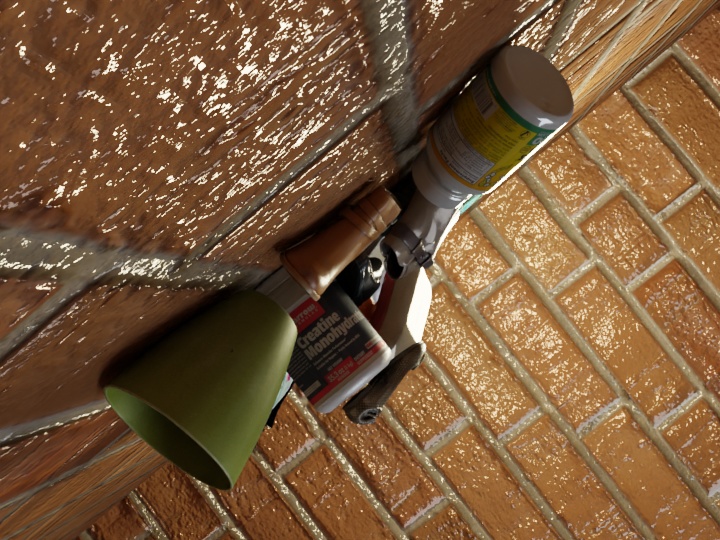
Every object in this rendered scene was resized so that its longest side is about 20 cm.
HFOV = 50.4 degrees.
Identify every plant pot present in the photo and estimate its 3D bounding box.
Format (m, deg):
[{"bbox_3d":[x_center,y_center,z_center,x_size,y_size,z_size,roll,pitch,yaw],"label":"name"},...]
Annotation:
[{"bbox_3d":[-0.170,0.124,0.924,0.201,0.187,0.187,-53,-177,-29],"label":"plant pot"}]

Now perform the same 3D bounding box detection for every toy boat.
[{"bbox_3d":[0.036,0.072,1.292,0.131,0.129,0.201,61,39,-50],"label":"toy boat"}]

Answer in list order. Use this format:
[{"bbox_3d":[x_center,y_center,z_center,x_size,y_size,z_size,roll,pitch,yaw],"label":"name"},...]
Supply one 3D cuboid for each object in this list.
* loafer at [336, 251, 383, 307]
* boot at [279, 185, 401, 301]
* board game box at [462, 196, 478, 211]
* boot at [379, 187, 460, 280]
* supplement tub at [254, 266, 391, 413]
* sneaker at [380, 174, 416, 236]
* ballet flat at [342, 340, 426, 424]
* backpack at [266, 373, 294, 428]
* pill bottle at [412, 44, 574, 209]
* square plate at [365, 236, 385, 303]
[{"bbox_3d":[0.000,0.000,1.173,0.072,0.073,0.200,-33,170,-12],"label":"loafer"},{"bbox_3d":[-0.016,-0.040,0.982,0.155,0.077,0.200,-38,178,12],"label":"boot"},{"bbox_3d":[0.324,-0.213,2.258,0.135,0.028,0.200,-39,175,2],"label":"board game box"},{"bbox_3d":[0.085,-0.079,1.080,0.146,0.070,0.201,-42,145,-24],"label":"boot"},{"bbox_3d":[-0.063,0.092,1.116,0.140,0.200,0.140,-39,175,-4],"label":"supplement tub"},{"bbox_3d":[0.089,-0.122,1.189,0.199,0.074,0.082,-32,-170,-16],"label":"sneaker"},{"bbox_3d":[0.044,0.166,1.130,0.067,0.046,0.200,-43,176,41],"label":"ballet flat"},{"bbox_3d":[-0.220,0.230,1.519,0.200,0.167,0.126,-47,167,21],"label":"backpack"},{"bbox_3d":[0.149,-0.162,0.917,0.113,0.113,0.200,-34,173,-44],"label":"pill bottle"},{"bbox_3d":[0.042,-0.011,1.335,0.198,0.028,0.199,-49,155,17],"label":"square plate"}]
